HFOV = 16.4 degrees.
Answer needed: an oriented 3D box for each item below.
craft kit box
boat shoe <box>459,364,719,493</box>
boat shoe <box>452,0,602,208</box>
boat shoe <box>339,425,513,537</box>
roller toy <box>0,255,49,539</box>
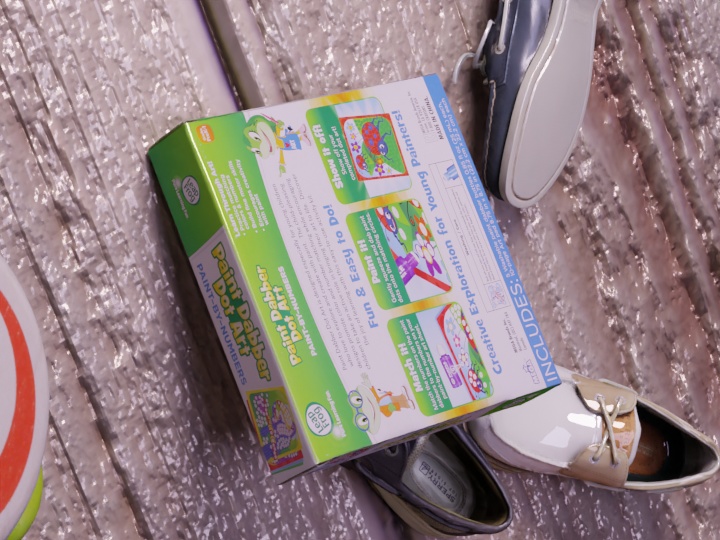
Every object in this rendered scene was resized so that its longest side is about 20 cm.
[{"bbox_3d":[0.000,0.000,1.394,0.197,0.048,0.201,-13,78,-44],"label":"craft kit box"},{"bbox_3d":[0.145,0.097,1.553,0.199,0.068,0.075,13,81,-42],"label":"boat shoe"},{"bbox_3d":[0.102,-0.139,1.516,0.075,0.062,0.201,9,92,-58],"label":"boat shoe"},{"bbox_3d":[0.018,0.091,1.437,0.201,0.066,0.072,43,63,-34],"label":"boat shoe"},{"bbox_3d":[-0.248,0.058,1.142,0.182,0.139,0.201,-28,106,-51],"label":"roller toy"}]
